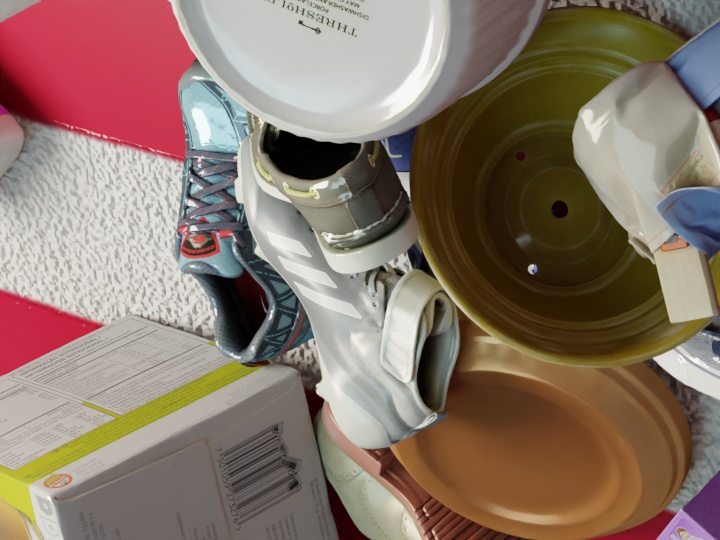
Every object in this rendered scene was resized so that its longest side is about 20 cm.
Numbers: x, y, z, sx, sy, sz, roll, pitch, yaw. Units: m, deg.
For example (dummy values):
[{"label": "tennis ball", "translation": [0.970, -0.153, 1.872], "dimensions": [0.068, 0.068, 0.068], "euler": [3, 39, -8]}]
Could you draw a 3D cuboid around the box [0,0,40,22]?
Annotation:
[{"label": "box", "translation": [-0.261, -0.276, 1.676], "dimensions": [0.199, 0.171, 0.200], "euler": [15, 123, 30]}]

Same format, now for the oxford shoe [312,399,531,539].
[{"label": "oxford shoe", "translation": [0.043, 0.158, 1.765], "dimensions": [0.200, 0.071, 0.074], "euler": [51, 142, 14]}]

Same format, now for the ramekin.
[{"label": "ramekin", "translation": [-0.007, -0.161, 1.422], "dimensions": [0.199, 0.105, 0.201], "euler": [12, 122, 21]}]

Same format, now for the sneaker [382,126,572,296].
[{"label": "sneaker", "translation": [0.078, -0.028, 1.627], "dimensions": [0.115, 0.081, 0.200], "euler": [-7, 117, 36]}]

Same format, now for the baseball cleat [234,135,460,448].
[{"label": "baseball cleat", "translation": [0.000, 0.000, 1.604], "dimensions": [0.106, 0.070, 0.201], "euler": [-26, 87, 38]}]

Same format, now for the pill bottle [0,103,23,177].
[{"label": "pill bottle", "translation": [-0.326, -0.129, 1.856], "dimensions": [0.200, 0.104, 0.104], "euler": [48, 133, 6]}]

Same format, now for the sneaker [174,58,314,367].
[{"label": "sneaker", "translation": [-0.075, -0.033, 1.721], "dimensions": [0.079, 0.095, 0.201], "euler": [-3, 112, 38]}]

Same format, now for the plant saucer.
[{"label": "plant saucer", "translation": [0.098, 0.099, 1.652], "dimensions": [0.199, 0.038, 0.201], "euler": [14, 141, 12]}]

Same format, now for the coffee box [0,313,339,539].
[{"label": "coffee box", "translation": [-0.153, 0.170, 1.799], "dimensions": [0.197, 0.200, 0.201], "euler": [15, 124, 48]}]

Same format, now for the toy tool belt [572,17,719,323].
[{"label": "toy tool belt", "translation": [0.216, -0.071, 1.439], "dimensions": [0.200, 0.125, 0.123], "euler": [-36, 70, 14]}]

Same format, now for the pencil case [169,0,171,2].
[{"label": "pencil case", "translation": [-0.076, -0.185, 1.606], "dimensions": [0.200, 0.083, 0.091], "euler": [36, 129, 44]}]

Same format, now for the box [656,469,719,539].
[{"label": "box", "translation": [0.186, 0.177, 1.610], "dimensions": [0.039, 0.137, 0.200], "euler": [41, 133, 12]}]

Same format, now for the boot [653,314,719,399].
[{"label": "boot", "translation": [0.238, 0.034, 1.523], "dimensions": [0.200, 0.073, 0.091], "euler": [31, 122, 42]}]

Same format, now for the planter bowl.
[{"label": "planter bowl", "translation": [0.119, -0.040, 1.544], "dimensions": [0.201, 0.200, 0.083], "euler": [51, 168, 2]}]

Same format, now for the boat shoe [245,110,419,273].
[{"label": "boat shoe", "translation": [-0.023, -0.067, 1.517], "dimensions": [0.060, 0.072, 0.202], "euler": [65, 175, -30]}]
